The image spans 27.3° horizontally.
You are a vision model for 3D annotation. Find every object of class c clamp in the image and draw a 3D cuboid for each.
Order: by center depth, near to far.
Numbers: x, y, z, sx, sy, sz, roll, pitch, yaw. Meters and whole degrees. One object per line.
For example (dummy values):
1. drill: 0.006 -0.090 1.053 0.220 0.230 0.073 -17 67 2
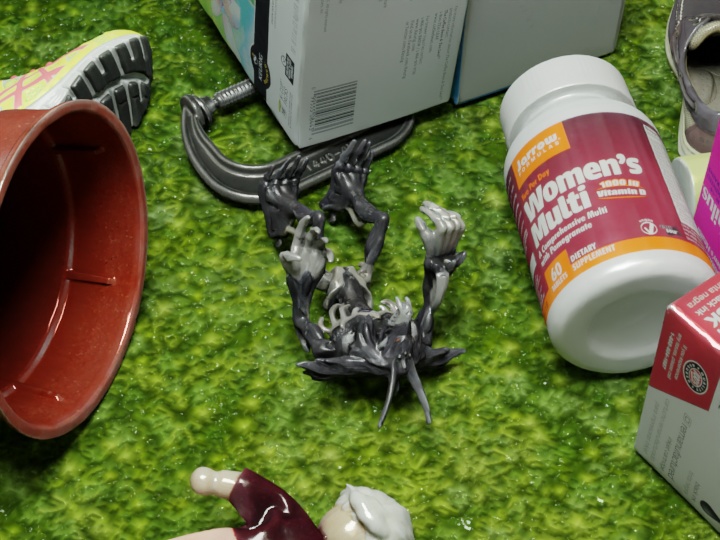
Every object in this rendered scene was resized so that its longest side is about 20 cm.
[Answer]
1. c clamp: -0.053 -0.127 1.097 0.200 0.027 0.171 -32 62 -27

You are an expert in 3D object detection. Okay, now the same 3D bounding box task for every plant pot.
1. plant pot: -0.260 -0.013 0.897 0.195 0.201 0.201 8 49 17

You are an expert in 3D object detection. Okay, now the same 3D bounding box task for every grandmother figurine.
1. grandmother figurine: -0.065 0.165 0.827 0.200 0.061 0.121 -14 78 -16

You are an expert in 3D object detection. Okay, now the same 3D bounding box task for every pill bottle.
1. pill bottle: 0.155 -0.041 0.967 0.109 0.110 0.200 -6 50 -6

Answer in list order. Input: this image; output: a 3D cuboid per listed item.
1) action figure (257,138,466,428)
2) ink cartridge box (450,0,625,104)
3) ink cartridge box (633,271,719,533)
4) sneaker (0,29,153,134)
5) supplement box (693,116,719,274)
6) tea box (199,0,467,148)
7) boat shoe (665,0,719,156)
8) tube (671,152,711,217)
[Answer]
1. action figure: 0.000 0.000 0.937 0.119 0.102 0.200 -8 47 -22
2. ink cartridge box: 0.091 -0.258 1.128 0.147 0.145 0.200 -21 53 -19
3. ink cartridge box: 0.255 0.107 0.817 0.083 0.147 0.200 -29 55 -22
4. sneaker: -0.230 -0.116 1.050 0.090 0.078 0.200 26 52 28
5. supplement box: 0.274 -0.033 0.902 0.103 0.200 0.101 -13 50 -10
6. tea box: -0.025 -0.234 1.040 0.133 0.200 0.197 -19 55 -20
7. boat shoe: 0.265 -0.157 1.096 0.072 0.065 0.200 7 50 5
8. tube: 0.316 -0.065 1.027 0.200 0.058 0.052 -6 34 -8
